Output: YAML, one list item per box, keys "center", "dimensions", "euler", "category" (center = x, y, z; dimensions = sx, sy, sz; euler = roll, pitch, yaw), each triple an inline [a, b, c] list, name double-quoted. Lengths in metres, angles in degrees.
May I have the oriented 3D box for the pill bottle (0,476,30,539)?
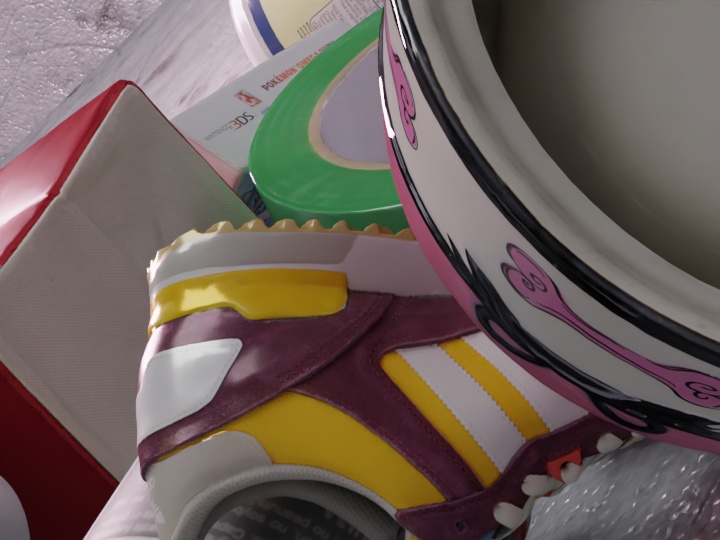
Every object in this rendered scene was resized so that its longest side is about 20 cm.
- center: [-0.212, 0.081, 0.709]
  dimensions: [0.113, 0.199, 0.113]
  euler: [-51, -27, -38]
  category: "pill bottle"

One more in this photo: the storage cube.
- center: [-0.118, 0.069, 0.843]
  dimensions: [0.180, 0.200, 0.171]
  euler: [-31, 19, 33]
  category: "storage cube"

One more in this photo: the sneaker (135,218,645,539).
- center: [0.042, 0.038, 0.574]
  dimensions: [0.075, 0.199, 0.091]
  euler: [78, -169, -71]
  category: "sneaker"

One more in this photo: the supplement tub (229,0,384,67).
- center: [0.043, -0.167, 1.121]
  dimensions: [0.200, 0.145, 0.145]
  euler: [-37, 16, 38]
  category: "supplement tub"

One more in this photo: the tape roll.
- center: [0.057, -0.062, 0.828]
  dimensions: [0.200, 0.048, 0.201]
  euler: [-23, 26, 11]
  category: "tape roll"

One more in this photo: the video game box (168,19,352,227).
- center: [-0.070, -0.003, 1.014]
  dimensions: [0.200, 0.047, 0.182]
  euler: [-62, -8, 28]
  category: "video game box"

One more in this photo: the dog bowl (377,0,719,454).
- center: [0.093, -0.045, 0.525]
  dimensions: [0.200, 0.200, 0.074]
  euler: [-56, -4, -33]
  category: "dog bowl"

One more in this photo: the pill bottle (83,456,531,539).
- center: [-0.038, 0.117, 0.614]
  dimensions: [0.114, 0.114, 0.200]
  euler: [-33, 20, 48]
  category: "pill bottle"
